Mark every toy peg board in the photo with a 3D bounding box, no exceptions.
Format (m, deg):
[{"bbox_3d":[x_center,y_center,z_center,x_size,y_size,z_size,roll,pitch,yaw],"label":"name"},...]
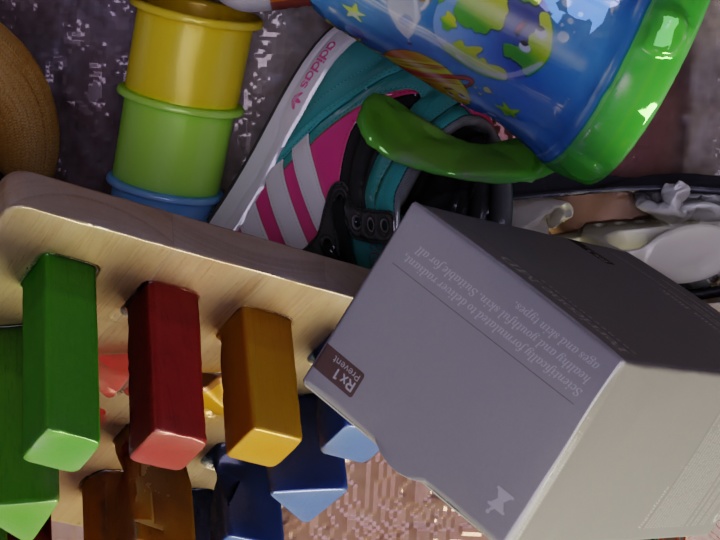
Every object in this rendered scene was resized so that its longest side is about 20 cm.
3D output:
[{"bbox_3d":[-0.090,0.079,0.881,0.198,0.098,0.200,16,139,-28],"label":"toy peg board"}]

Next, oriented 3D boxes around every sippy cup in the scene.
[{"bbox_3d":[0.053,-0.118,0.817,0.130,0.140,0.179,22,96,-7],"label":"sippy cup"}]

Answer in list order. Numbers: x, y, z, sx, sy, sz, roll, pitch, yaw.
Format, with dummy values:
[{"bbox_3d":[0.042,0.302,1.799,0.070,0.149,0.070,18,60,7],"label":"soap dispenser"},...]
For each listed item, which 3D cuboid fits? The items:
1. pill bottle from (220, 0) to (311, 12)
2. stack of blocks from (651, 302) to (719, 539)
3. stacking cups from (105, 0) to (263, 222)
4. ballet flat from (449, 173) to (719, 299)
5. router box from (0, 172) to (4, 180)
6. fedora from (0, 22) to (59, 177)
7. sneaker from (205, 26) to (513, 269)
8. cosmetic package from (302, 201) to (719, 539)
[{"bbox_3d":[-0.010,-0.168,0.915,0.199,0.112,0.113,-8,101,0],"label":"pill bottle"},{"bbox_3d":[0.163,0.118,0.974,0.058,0.115,0.201,-6,83,-1],"label":"stack of blocks"},{"bbox_3d":[-0.091,-0.020,0.977,0.060,0.061,0.201,11,106,-4],"label":"stacking cups"},{"bbox_3d":[0.097,-0.012,0.972,0.199,0.073,0.073,-3,101,-1],"label":"ballet flat"},{"bbox_3d":[-0.226,0.018,0.914,0.199,0.062,0.150,-18,140,15],"label":"router box"},{"bbox_3d":[-0.222,-0.073,0.925,0.199,0.082,0.201,-2,139,-2],"label":"fedora"},{"bbox_3d":[0.000,0.000,0.938,0.083,0.121,0.201,20,99,-46],"label":"sneaker"},{"bbox_3d":[0.080,0.043,0.837,0.107,0.200,0.090,37,101,25],"label":"cosmetic package"}]
